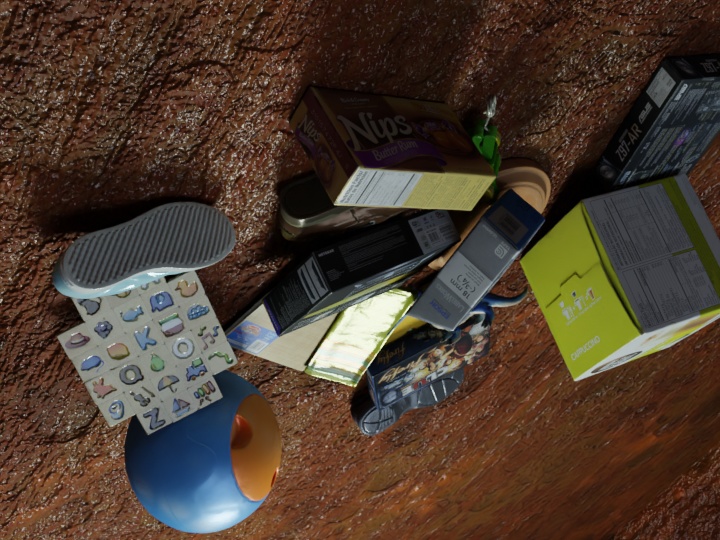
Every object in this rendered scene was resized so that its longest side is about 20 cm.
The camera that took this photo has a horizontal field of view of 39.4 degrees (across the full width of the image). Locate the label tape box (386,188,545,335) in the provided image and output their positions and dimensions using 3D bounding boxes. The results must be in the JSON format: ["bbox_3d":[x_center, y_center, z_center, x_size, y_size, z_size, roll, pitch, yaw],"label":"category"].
[{"bbox_3d":[0.132,0.008,1.242,0.201,0.063,0.144,-53,173,28],"label":"label tape box"}]

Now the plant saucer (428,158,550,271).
[{"bbox_3d":[0.169,-0.066,1.339,0.197,0.033,0.202,-23,149,-15],"label":"plant saucer"}]

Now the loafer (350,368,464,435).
[{"bbox_3d":[0.072,0.191,1.621,0.197,0.063,0.073,-27,120,-16],"label":"loafer"}]

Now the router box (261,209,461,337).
[{"bbox_3d":[0.000,0.000,1.188,0.198,0.053,0.157,-21,170,-34],"label":"router box"}]

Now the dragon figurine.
[{"bbox_3d":[0.136,0.036,1.383,0.197,0.101,0.059,-24,-173,-3],"label":"dragon figurine"}]

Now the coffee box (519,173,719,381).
[{"bbox_3d":[0.381,0.012,1.432,0.194,0.203,0.200,-15,162,-24],"label":"coffee box"}]

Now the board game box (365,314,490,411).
[{"bbox_3d":[0.102,0.128,1.504,0.197,0.035,0.136,-27,152,-9],"label":"board game box"}]

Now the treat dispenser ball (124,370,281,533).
[{"bbox_3d":[-0.197,0.225,1.268,0.198,0.203,0.202,-22,149,-14],"label":"treat dispenser ball"}]

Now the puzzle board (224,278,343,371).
[{"bbox_3d":[-0.079,0.065,1.327,0.150,0.018,0.199,-39,149,15],"label":"puzzle board"}]

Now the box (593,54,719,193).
[{"bbox_3d":[0.425,-0.198,1.361,0.158,0.044,0.202,-11,145,-30],"label":"box"}]

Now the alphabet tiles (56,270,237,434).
[{"bbox_3d":[-0.236,0.088,1.131,0.164,0.006,0.203,-26,120,-8],"label":"alphabet tiles"}]

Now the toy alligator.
[{"bbox_3d":[0.134,-0.141,1.179,0.053,0.060,0.201,9,152,14],"label":"toy alligator"}]

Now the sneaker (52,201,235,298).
[{"bbox_3d":[-0.226,-0.020,1.035,0.197,0.075,0.081,-13,176,-37],"label":"sneaker"}]

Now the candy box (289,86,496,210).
[{"bbox_3d":[0.035,-0.125,1.047,0.197,0.118,0.057,1,139,-41],"label":"candy box"}]

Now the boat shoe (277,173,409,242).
[{"bbox_3d":[0.000,-0.083,1.134,0.196,0.073,0.068,-12,151,-13],"label":"boat shoe"}]

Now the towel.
[{"bbox_3d":[-0.001,0.087,1.367,0.085,0.018,0.201,13,133,-23],"label":"towel"}]

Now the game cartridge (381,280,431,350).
[{"bbox_3d":[0.078,0.097,1.504,0.174,0.033,0.201,-31,152,-1],"label":"game cartridge"}]
